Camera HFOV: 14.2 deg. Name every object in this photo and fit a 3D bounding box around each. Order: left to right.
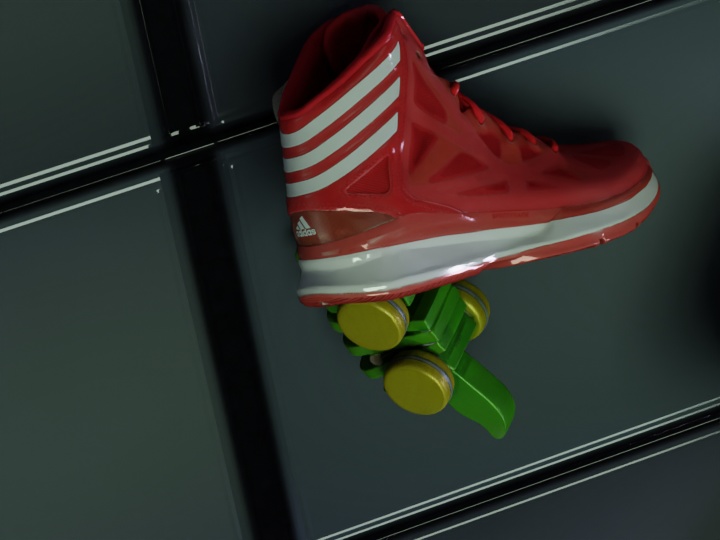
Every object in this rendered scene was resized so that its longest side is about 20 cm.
[{"bbox_3d":[0.000,0.000,1.238,0.054,0.059,0.200,-12,126,36],"label":"toy alligator"},{"bbox_3d":[0.046,-0.060,1.195,0.200,0.078,0.116,-19,100,-47],"label":"sneaker"}]
